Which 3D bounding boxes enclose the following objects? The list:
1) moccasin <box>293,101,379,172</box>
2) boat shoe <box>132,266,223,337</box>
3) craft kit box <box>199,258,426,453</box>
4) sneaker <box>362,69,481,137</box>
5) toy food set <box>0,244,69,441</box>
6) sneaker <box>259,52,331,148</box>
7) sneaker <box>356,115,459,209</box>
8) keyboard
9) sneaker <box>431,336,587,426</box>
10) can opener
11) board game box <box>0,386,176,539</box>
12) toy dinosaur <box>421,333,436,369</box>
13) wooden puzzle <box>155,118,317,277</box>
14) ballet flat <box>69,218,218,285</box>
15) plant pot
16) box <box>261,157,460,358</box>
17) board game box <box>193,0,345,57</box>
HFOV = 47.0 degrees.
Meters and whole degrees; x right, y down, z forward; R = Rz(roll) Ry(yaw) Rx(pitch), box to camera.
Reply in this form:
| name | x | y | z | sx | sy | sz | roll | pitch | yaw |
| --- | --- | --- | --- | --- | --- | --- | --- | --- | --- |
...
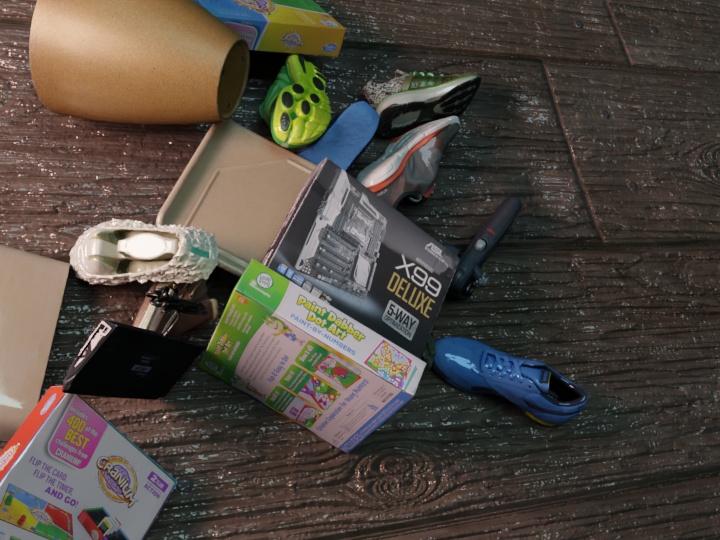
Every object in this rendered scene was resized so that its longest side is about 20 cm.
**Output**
| name | x | y | z | sx | sy | sz | roll | pitch | yaw |
| --- | --- | --- | --- | --- | --- | --- | --- | --- | --- |
| moccasin | -0.050 | -0.124 | 1.038 | 0.199 | 0.068 | 0.081 | -41 | 96 | -10 |
| boat shoe | -0.189 | 0.034 | 0.899 | 0.074 | 0.075 | 0.205 | 23 | 57 | -5 |
| craft kit box | -0.058 | 0.097 | 0.846 | 0.195 | 0.200 | 0.049 | 29 | 56 | -6 |
| sneaker | 0.087 | -0.259 | 1.171 | 0.198 | 0.077 | 0.089 | -20 | 64 | -31 |
| toy food set | -0.384 | 0.061 | 0.827 | 0.142 | 0.060 | 0.203 | 17 | 59 | -26 |
| sneaker | -0.083 | -0.199 | 1.038 | 0.073 | 0.084 | 0.201 | 30 | 30 | -18 |
| sneaker | 0.073 | -0.135 | 1.111 | 0.200 | 0.076 | 0.083 | -42 | 111 | -31 |
| keyboard | -0.198 | 0.069 | 0.790 | 0.021 | 0.200 | 0.128 | 40 | 89 | 15 |
| sneaker | 0.181 | 0.123 | 1.001 | 0.197 | 0.079 | 0.067 | 25 | 59 | -6 |
| can opener | 0.158 | -0.036 | 1.083 | 0.079 | 0.064 | 0.200 | 43 | 57 | 5 |
| board game box | -0.273 | 0.231 | 0.734 | 0.154 | 0.040 | 0.201 | 52 | 51 | -29 |
| toy dinosaur | 0.041 | 0.020 | 0.994 | 0.047 | 0.088 | 0.201 | -34 | 98 | 10 |
| wooden puzzle | -0.110 | -0.065 | 0.944 | 0.198 | 0.037 | 0.187 | 29 | 54 | -10 |
| ballet flat | -0.237 | -0.023 | 0.850 | 0.197 | 0.072 | 0.073 | -2 | 54 | 26 |
| plant pot | -0.232 | -0.242 | 0.930 | 0.197 | 0.188 | 0.188 | 17 | 57 | 8 |
| box | 0.000 | 0.000 | 0.909 | 0.199 | 0.050 | 0.159 | 36 | 60 | -15 |
| board game box | -0.139 | -0.336 | 1.078 | 0.197 | 0.041 | 0.153 | -7 | 42 | -38 |
